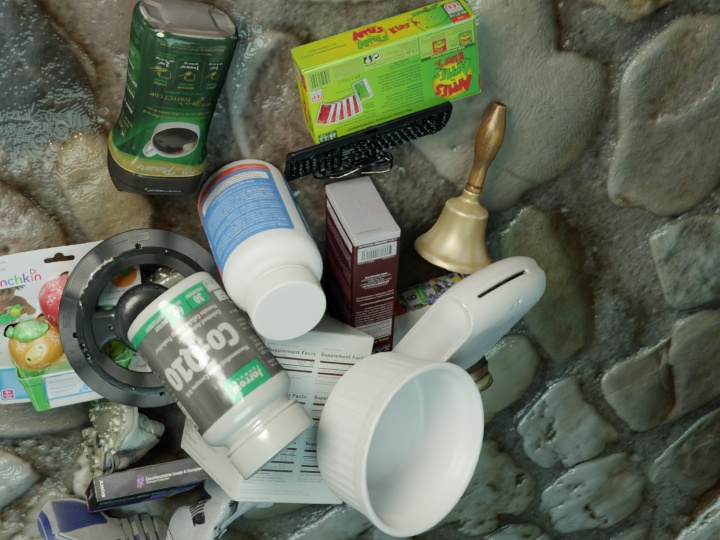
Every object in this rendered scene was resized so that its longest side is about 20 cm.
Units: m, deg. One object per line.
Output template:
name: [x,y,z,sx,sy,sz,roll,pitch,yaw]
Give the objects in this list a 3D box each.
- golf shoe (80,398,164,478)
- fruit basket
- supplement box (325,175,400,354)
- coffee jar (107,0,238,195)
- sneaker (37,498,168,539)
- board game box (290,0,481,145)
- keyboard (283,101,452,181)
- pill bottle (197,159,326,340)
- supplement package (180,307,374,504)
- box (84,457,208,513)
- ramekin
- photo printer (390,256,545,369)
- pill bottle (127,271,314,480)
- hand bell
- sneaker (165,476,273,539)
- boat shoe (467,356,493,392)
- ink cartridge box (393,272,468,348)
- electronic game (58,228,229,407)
golf shoe: [-0.292,0.196,1.450,0.096,0.079,0.200,-13,160,-27]
fruit basket: [-0.336,0.063,1.314,0.183,0.094,0.202,-10,130,-17]
supplement box: [0.000,0.000,1.399,0.060,0.109,0.202,-12,135,-16]
coffee jar: [-0.196,-0.171,1.171,0.103,0.086,0.202,0,129,-29]
sneaker: [-0.369,0.395,1.604,0.198,0.081,0.115,24,115,-40]
board game box: [0.030,-0.219,1.260,0.198,0.048,0.102,-19,136,-8]
keyboard: [0.011,-0.132,1.301,0.198,0.040,0.104,-18,171,-7]
pill bottle: [-0.106,-0.022,1.265,0.111,0.201,0.113,-12,134,-13]
supplement package: [-0.105,0.150,1.379,0.146,0.191,0.203,8,96,-30]
box: [-0.282,0.280,1.497,0.141,0.037,0.200,-9,166,-18]
ramekin: [0.042,0.191,1.312,0.199,0.097,0.203,-14,111,-41]
photo printer: [0.131,0.064,1.408,0.165,0.070,0.200,-24,161,-41]
pill bottle: [-0.145,0.112,1.211,0.113,0.201,0.113,-39,174,-5]
hand bell: [0.141,-0.107,1.400,0.103,0.104,0.202,3,117,-27]
sneaker: [-0.187,0.334,1.611,0.114,0.075,0.201,4,125,-53]
boat shoe: [0.084,0.151,1.614,0.198,0.072,0.068,-14,102,-2]
ink cartridge box: [0.060,0.077,1.540,0.198,0.051,0.110,-16,135,-10]
electronic game: [-0.238,0.054,1.288,0.197,0.042,0.203,-2,97,-17]
